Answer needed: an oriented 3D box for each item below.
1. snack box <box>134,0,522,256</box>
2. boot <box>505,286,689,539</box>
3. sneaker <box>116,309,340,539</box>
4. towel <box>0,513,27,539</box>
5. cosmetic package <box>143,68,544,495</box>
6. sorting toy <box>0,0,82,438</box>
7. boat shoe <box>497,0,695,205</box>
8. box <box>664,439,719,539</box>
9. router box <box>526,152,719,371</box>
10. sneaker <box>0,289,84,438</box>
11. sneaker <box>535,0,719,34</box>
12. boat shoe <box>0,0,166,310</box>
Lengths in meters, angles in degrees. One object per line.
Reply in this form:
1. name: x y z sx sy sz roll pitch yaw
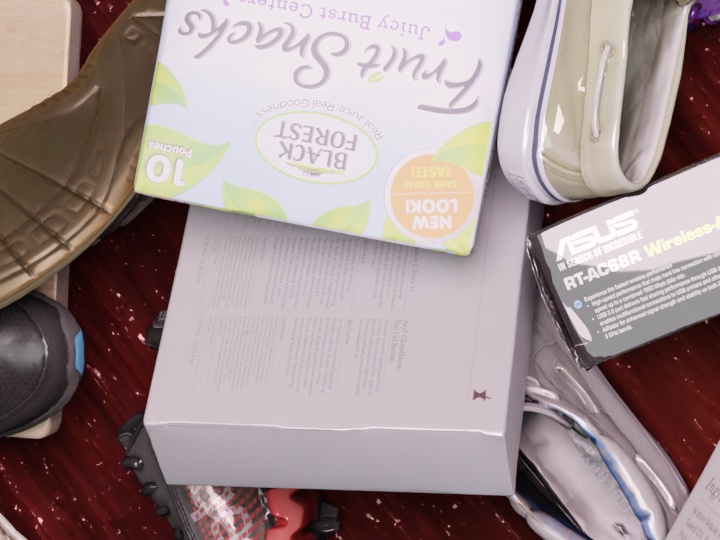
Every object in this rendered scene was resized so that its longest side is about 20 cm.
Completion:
1. snack box: -0.004 -0.117 1.002 0.141 0.053 0.201 11 91 3
2. boot: 0.069 0.051 1.077 0.200 0.096 0.074 45 98 7
3. sneaker: -0.061 0.103 1.116 0.097 0.071 0.202 -2 89 10
4. towel: -0.150 0.168 1.109 0.200 0.133 0.034 42 63 8
5. cosmetic package: 0.000 0.000 1.056 0.150 0.052 0.201 0 52 12
6. sorting toy: -0.225 -0.030 1.145 0.199 0.070 0.200 3 92 11
7. boat shoe: 0.112 -0.121 0.990 0.062 0.072 0.201 6 80 40
8. box: 0.230 0.179 0.967 0.198 0.200 0.131 26 96 -18
9. router box: 0.176 -0.026 1.027 0.199 0.150 0.062 -23 88 11
10. sneaker: -0.221 0.042 1.068 0.199 0.082 0.074 -2 89 10
11. sneaker: 0.166 -0.143 1.077 0.199 0.081 0.084 4 106 20
12. boat shoe: -0.114 -0.047 1.064 0.072 0.066 0.201 38 77 19
